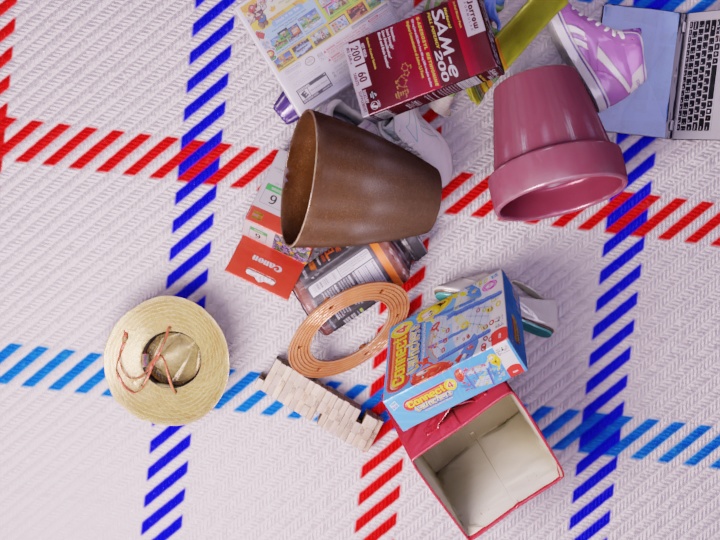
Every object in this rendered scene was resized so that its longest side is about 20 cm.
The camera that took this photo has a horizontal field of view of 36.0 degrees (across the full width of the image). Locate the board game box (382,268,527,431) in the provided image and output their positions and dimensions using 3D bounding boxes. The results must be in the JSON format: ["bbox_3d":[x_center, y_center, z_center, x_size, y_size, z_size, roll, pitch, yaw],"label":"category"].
[{"bbox_3d":[0.130,0.107,1.543,0.194,0.201,0.056,-29,112,17],"label":"board game box"}]

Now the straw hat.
[{"bbox_3d":[-0.274,0.130,1.649,0.197,0.085,0.205,1,93,13],"label":"straw hat"}]

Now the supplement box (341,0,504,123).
[{"bbox_3d":[0.085,-0.287,1.505,0.197,0.061,0.111,-19,84,17],"label":"supplement box"}]

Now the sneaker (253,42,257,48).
[{"bbox_3d":[-0.083,-0.399,1.639,0.079,0.078,0.202,29,98,-21],"label":"sneaker"}]

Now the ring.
[{"bbox_3d":[-0.018,0.083,1.609,0.199,0.201,0.019,-35,57,1],"label":"ring"}]

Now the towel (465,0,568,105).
[{"bbox_3d":[0.217,-0.325,1.556,0.018,0.086,0.200,42,90,23],"label":"towel"}]

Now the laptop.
[{"bbox_3d":[0.453,-0.292,1.617,0.114,0.199,0.191,4,94,-34],"label":"laptop"}]

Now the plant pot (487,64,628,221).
[{"bbox_3d":[0.270,-0.186,1.591,0.196,0.200,0.182,-10,77,0],"label":"plant pot"}]

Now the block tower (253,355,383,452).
[{"bbox_3d":[-0.062,0.199,1.668,0.198,0.054,0.058,29,92,-2],"label":"block tower"}]

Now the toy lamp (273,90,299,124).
[{"bbox_3d":[-0.046,-0.295,1.643,0.199,0.058,0.058,-41,93,-1],"label":"toy lamp"}]

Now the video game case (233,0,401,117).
[{"bbox_3d":[-0.053,-0.352,1.593,0.198,0.023,0.183,-33,102,-1],"label":"video game case"}]

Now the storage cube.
[{"bbox_3d":[0.157,0.232,1.582,0.170,0.180,0.201,-34,117,2],"label":"storage cube"}]

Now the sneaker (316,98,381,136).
[{"bbox_3d":[0.007,-0.166,1.623,0.200,0.100,0.075,46,67,-3],"label":"sneaker"}]

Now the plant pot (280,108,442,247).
[{"bbox_3d":[0.006,-0.113,1.536,0.197,0.187,0.190,7,93,-17],"label":"plant pot"}]

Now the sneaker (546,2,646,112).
[{"bbox_3d":[0.346,-0.345,1.625,0.113,0.073,0.202,-31,88,7],"label":"sneaker"}]

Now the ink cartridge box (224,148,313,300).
[{"bbox_3d":[-0.110,-0.069,1.608,0.108,0.051,0.202,24,60,-1],"label":"ink cartridge box"}]

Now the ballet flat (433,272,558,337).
[{"bbox_3d":[0.206,0.041,1.662,0.197,0.069,0.071,19,93,-5],"label":"ballet flat"}]

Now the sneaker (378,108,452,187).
[{"bbox_3d":[0.066,-0.201,1.616,0.080,0.070,0.202,-44,112,-41],"label":"sneaker"}]

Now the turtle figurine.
[{"bbox_3d":[0.152,-0.339,1.631,0.143,0.201,0.195,26,117,-27],"label":"turtle figurine"}]

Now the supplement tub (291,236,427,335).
[{"bbox_3d":[0.000,0.000,1.633,0.199,0.107,0.108,-34,93,1],"label":"supplement tub"}]
